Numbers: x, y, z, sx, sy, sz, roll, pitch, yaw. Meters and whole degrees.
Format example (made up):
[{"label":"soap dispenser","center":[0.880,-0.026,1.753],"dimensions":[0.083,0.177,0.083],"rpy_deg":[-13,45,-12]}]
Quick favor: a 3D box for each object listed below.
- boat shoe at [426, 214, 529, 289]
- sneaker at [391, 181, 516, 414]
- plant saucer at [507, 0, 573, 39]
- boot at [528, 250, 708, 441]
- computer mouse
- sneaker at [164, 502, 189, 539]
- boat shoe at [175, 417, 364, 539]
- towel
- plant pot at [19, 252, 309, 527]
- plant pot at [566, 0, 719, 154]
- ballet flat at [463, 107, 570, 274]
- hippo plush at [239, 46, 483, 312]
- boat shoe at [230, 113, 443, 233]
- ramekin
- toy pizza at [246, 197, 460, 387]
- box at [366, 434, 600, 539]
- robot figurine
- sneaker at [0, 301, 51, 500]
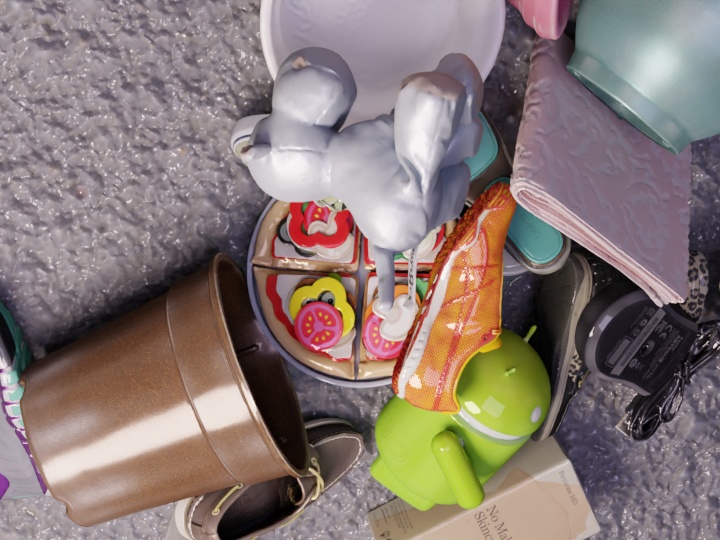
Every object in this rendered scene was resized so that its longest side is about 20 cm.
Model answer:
[{"label":"boat shoe","center":[0.099,-0.004,1.447],"dimensions":[0.199,0.073,0.062],"rpy_deg":[-25,157,-8]},{"label":"sneaker","center":[0.092,0.023,1.350],"dimensions":[0.077,0.073,0.202],"rpy_deg":[21,94,-6]},{"label":"plant saucer","center":[0.151,-0.287,1.271],"dimensions":[0.050,0.201,0.202],"rpy_deg":[11,111,10]},{"label":"boot","center":[0.231,0.068,1.483],"dimensions":[0.152,0.074,0.205],"rpy_deg":[-6,128,-22]},{"label":"computer mouse","center":[0.240,0.064,1.413],"dimensions":[0.139,0.053,0.200],"rpy_deg":[-50,141,5]},{"label":"sneaker","center":[-0.129,0.266,1.501],"dimensions":[0.099,0.071,0.202],"rpy_deg":[17,102,-30]},{"label":"boat shoe","center":[-0.069,0.193,1.441],"dimensions":[0.199,0.059,0.073],"rpy_deg":[-22,112,-33]},{"label":"towel","center":[0.207,-0.089,1.362],"dimensions":[0.190,0.201,0.032],"rpy_deg":[35,133,-23]},{"label":"plant pot","center":[-0.170,0.116,1.369],"dimensions":[0.197,0.201,0.201],"rpy_deg":[-23,114,7]},{"label":"plant pot","center":[0.253,-0.182,1.312],"dimensions":[0.200,0.200,0.135],"rpy_deg":[37,96,-21]},{"label":"ballet flat","center":[0.110,-0.079,1.401],"dimensions":[0.067,0.064,0.201],"rpy_deg":[-36,84,1]},{"label":"hippo plush","center":[-0.003,-0.088,1.256],"dimensions":[0.159,0.159,0.202],"rpy_deg":[18,94,15]},{"label":"boat shoe","center":[-0.016,-0.082,1.350],"dimensions":[0.198,0.072,0.063],"rpy_deg":[12,67,5]},{"label":"ramekin","center":[0.011,-0.215,1.315],"dimensions":[0.198,0.098,0.202],"rpy_deg":[-4,111,-9]},{"label":"toy pizza","center":[0.000,0.000,1.388],"dimensions":[0.198,0.032,0.202],"rpy_deg":[0,85,0]},{"label":"box","center":[0.116,0.239,1.526],"dimensions":[0.199,0.078,0.095],"rpy_deg":[-28,114,1]},{"label":"robot figurine","center":[0.091,0.129,1.439],"dimensions":[0.115,0.176,0.200],"rpy_deg":[36,125,-4]},{"label":"sneaker","center":[-0.322,0.121,1.399],"dimensions":[0.087,0.075,0.202],"rpy_deg":[-15,114,1]}]
